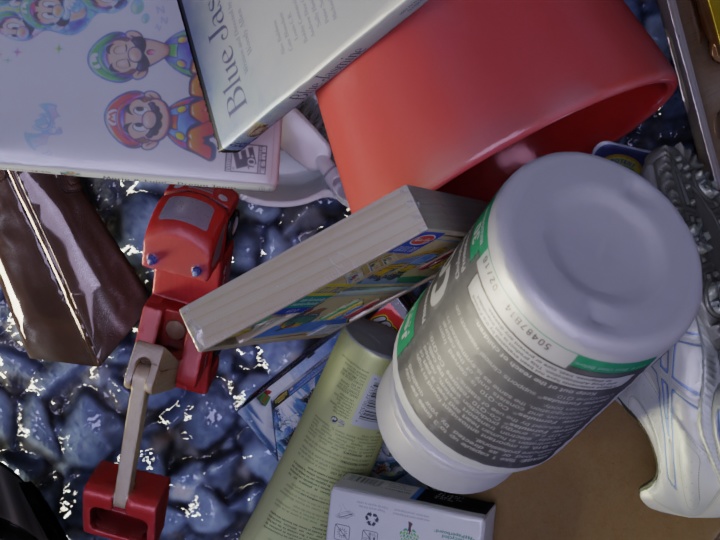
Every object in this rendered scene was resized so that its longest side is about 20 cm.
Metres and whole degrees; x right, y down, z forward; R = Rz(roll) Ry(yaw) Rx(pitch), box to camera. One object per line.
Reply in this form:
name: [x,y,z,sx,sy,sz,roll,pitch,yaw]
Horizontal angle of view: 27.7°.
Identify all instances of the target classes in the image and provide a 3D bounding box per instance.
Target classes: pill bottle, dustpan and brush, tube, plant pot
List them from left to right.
dustpan and brush: [-0.029,-0.076,0.917,0.200,0.057,0.140,44,105,-2]
tube: [-0.024,0.127,0.931,0.058,0.052,0.201,35,113,32]
plant pot: [0.053,-0.134,0.829,0.199,0.200,0.178,-28,81,14]
pill bottle: [0.084,0.037,0.767,0.113,0.113,0.200,34,143,1]

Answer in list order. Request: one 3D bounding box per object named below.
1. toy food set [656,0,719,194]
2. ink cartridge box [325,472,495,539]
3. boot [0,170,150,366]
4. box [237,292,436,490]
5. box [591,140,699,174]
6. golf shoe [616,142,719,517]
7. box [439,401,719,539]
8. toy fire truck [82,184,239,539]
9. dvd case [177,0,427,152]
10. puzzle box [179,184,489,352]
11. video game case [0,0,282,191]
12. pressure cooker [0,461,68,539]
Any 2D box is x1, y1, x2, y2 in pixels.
toy food set: [0.260,-0.143,0.820,0.199,0.060,0.145,-21,100,-17]
ink cartridge box: [0.023,0.232,0.895,0.099,0.039,0.202,10,100,16]
boot: [-0.172,-0.047,0.950,0.185,0.064,0.201,-21,99,17]
box: [0.034,0.125,0.963,0.137,0.040,0.200,-37,94,16]
box: [0.171,0.021,0.898,0.120,0.032,0.202,13,114,-4]
golf shoe: [0.164,0.036,0.780,0.097,0.078,0.202,-17,80,37]
box: [0.125,0.102,0.861,0.200,0.021,0.164,41,113,25]
toy fire truck: [-0.125,0.056,0.917,0.048,0.141,0.201,14,122,5]
dvd case: [-0.038,-0.169,0.788,0.200,0.017,0.144,-32,71,47]
puzzle box: [0.000,0.000,0.786,0.132,0.200,0.026,-29,82,15]
video game case: [-0.133,-0.154,0.881,0.180,0.024,0.202,4,82,-6]
pressure cooker: [-0.283,0.206,0.961,0.178,0.200,0.176,41,86,-23]
